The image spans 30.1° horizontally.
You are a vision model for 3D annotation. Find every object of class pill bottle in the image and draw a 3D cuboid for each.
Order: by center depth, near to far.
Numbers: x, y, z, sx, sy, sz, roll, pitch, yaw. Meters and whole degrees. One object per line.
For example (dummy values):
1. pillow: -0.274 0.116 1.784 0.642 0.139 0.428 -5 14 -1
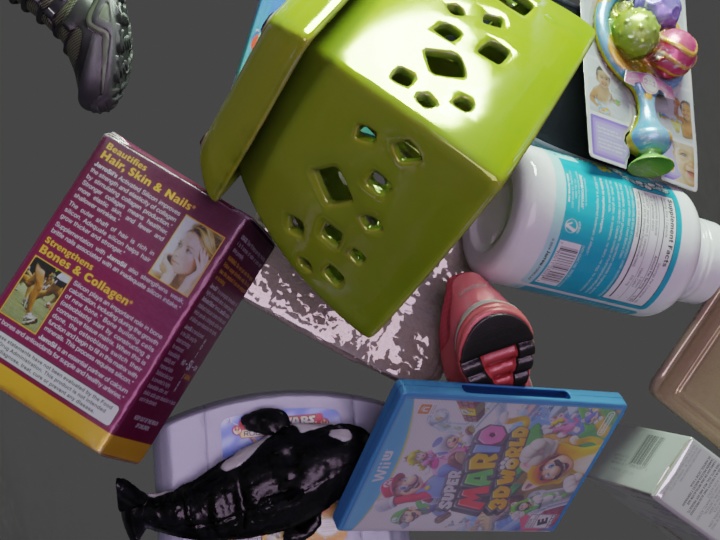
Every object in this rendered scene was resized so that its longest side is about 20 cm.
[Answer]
1. pill bottle: 0.190 -0.026 1.059 0.200 0.111 0.111 13 87 -22

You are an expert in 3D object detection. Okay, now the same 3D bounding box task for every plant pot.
1. plant pot: 0.015 -0.109 0.925 0.181 0.200 0.199 35 47 -1

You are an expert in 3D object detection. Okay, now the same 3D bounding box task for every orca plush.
1. orca plush: -0.082 0.158 1.000 0.200 0.071 0.105 0 89 -10

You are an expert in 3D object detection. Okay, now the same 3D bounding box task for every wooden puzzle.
1. wooden puzzle: 0.354 0.076 1.127 0.200 0.037 0.185 38 83 -19

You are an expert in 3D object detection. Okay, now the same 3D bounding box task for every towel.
1. towel: 0.000 0.000 1.072 0.200 0.034 0.133 29 82 -10

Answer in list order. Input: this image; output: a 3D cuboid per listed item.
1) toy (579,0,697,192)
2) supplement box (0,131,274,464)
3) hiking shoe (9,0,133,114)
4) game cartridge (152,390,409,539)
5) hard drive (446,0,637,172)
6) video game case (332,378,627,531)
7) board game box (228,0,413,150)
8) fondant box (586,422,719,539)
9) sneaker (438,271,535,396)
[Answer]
1. toy: 0.230 -0.171 1.053 0.115 0.047 0.200 14 69 -30
2. supplement box: -0.175 0.023 0.988 0.131 0.103 0.200 31 84 13
3. hiking shoe: -0.233 -0.212 1.021 0.100 0.076 0.200 -10 82 -2
4. game cartridge: -0.062 0.162 1.057 0.200 0.042 0.133 -4 94 -10
5. hard drive: 0.158 -0.152 1.080 0.200 0.042 0.135 20 85 -22
6. video game case: 0.092 0.146 1.027 0.200 0.018 0.143 6 125 -26
7. board game box: -0.004 -0.211 1.068 0.152 0.045 0.200 17 87 -10
8. fondant box: 0.293 0.204 1.065 0.200 0.144 0.058 37 82 -8
9. sneaker: 0.101 0.082 1.050 0.074 0.087 0.200 -15 131 -10
